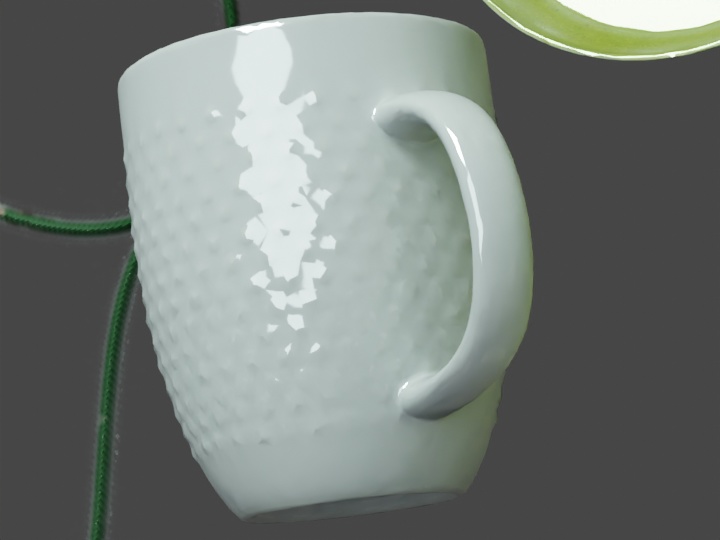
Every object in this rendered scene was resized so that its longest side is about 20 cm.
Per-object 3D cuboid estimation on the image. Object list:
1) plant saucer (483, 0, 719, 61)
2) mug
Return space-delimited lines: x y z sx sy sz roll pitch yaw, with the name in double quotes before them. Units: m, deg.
"plant saucer" 0.125 -0.174 0.943 0.199 0.031 0.201 -7 72 23
"mug" 0.000 0.000 0.897 0.200 0.147 0.176 -21 73 57
